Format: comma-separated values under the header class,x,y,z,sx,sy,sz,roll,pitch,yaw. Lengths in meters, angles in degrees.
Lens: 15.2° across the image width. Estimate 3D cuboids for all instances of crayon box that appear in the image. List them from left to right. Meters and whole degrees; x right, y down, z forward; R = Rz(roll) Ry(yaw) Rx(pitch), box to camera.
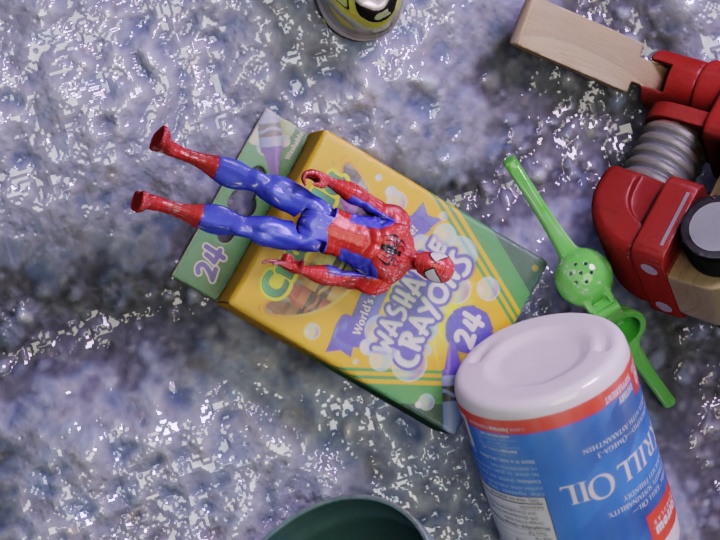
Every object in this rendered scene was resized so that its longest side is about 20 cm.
class,x,y,z,sx,sy,sz,roll,pitch,yaw
crayon box,0.000,0.000,1.693,0.200,0.052,0.126,30,84,-11

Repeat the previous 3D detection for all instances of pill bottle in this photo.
class,x,y,z,sx,sy,sz,roll,pitch,yaw
pill bottle,0.136,0.137,1.678,0.112,0.112,0.200,-25,117,-11

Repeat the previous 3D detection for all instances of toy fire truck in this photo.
class,x,y,z,sx,sy,sz,roll,pitch,yaw
toy fire truck,0.185,-0.080,1.705,0.200,0.129,0.176,19,68,28

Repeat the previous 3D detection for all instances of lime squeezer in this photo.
class,x,y,z,sx,sy,sz,roll,pitch,yaw
lime squeezer,0.147,0.020,1.703,0.038,0.071,0.200,-38,107,-10

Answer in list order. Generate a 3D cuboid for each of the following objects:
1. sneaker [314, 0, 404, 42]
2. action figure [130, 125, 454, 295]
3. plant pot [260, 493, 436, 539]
class,x,y,z,sx,sy,sz,roll,pitch,yaw
sneaker,-0.013,-0.243,1.674,0.075,0.076,0.201,-22,94,-10
action figure,-0.035,-0.029,1.635,0.199,0.052,0.066,18,83,-15
plant pot,0.011,0.255,1.641,0.134,0.200,0.201,36,82,-37
